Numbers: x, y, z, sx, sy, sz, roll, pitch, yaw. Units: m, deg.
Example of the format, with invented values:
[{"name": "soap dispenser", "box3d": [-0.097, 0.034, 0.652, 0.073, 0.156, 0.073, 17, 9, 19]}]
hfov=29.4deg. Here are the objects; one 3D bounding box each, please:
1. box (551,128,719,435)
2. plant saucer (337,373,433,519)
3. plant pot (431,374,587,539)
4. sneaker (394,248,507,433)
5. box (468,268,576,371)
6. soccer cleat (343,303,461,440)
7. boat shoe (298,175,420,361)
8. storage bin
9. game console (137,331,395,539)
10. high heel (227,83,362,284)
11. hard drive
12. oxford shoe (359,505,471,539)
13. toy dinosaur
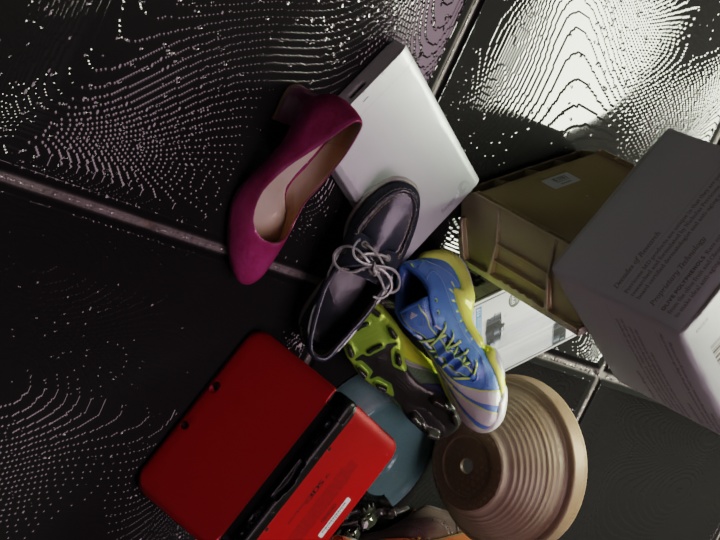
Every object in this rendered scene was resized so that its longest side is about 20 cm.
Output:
[{"name": "box", "box3d": [0.332, 0.014, 1.329, 0.200, 0.171, 0.199, -49, 133, -12]}, {"name": "plant saucer", "box3d": [0.016, 0.203, 1.531, 0.199, 0.036, 0.201, -20, 124, -32]}, {"name": "plant pot", "box3d": [0.145, 0.216, 1.529, 0.092, 0.200, 0.202, 4, 109, -46]}, {"name": "sneaker", "box3d": [0.082, 0.075, 1.424, 0.076, 0.201, 0.105, -30, 161, 36]}, {"name": "box", "box3d": [0.175, 0.042, 1.566, 0.199, 0.060, 0.117, -22, 125, -32]}, {"name": "soccer cleat", "box3d": [0.038, 0.098, 1.472, 0.065, 0.084, 0.200, -35, 112, 11]}, {"name": "boat shoe", "box3d": [0.000, 0.000, 1.361, 0.075, 0.062, 0.201, 31, 105, -18]}, {"name": "storage bin", "box3d": [0.238, -0.041, 1.478, 0.199, 0.198, 0.094, -20, 125, -32]}, {"name": "game console", "box3d": [-0.090, 0.196, 1.383, 0.200, 0.118, 0.172, -51, 140, -7]}, {"name": "high heel", "box3d": [-0.060, -0.069, 1.273, 0.067, 0.096, 0.201, 16, 101, -45]}, {"name": "hard drive", "box3d": [0.036, -0.114, 1.384, 0.132, 0.026, 0.200, -46, 134, -12]}, {"name": "oxford shoe", "box3d": [0.060, 0.320, 1.619, 0.199, 0.073, 0.072, 2, 125, -23]}, {"name": "toy dinosaur", "box3d": [-0.007, 0.306, 1.439, 0.135, 0.199, 0.103, -22, 111, -46]}]
